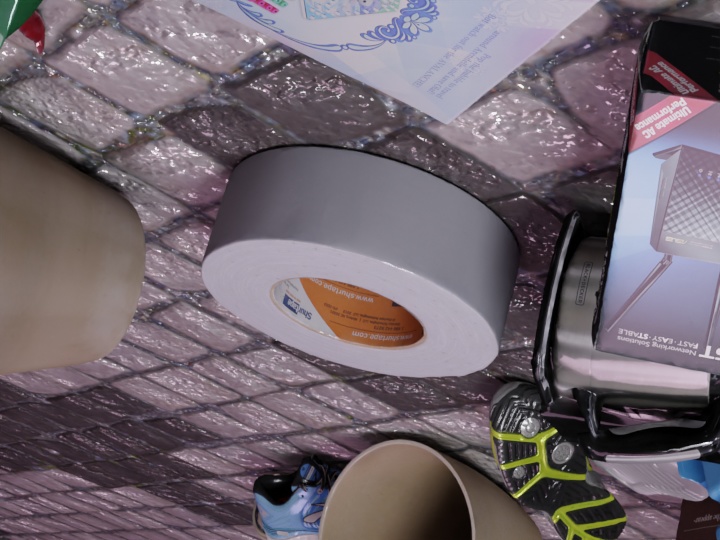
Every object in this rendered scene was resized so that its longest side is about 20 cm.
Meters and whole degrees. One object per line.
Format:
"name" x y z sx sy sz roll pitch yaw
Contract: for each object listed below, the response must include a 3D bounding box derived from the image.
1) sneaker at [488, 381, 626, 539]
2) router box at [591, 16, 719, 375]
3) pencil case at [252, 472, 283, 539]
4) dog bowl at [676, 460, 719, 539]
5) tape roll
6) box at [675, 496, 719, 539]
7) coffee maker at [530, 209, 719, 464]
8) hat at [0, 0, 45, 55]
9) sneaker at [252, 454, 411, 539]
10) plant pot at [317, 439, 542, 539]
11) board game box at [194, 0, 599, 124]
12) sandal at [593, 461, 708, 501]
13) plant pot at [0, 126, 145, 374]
"sneaker" 0.150 0.160 1.120 0.201 0.075 0.076 58 177 -36
"router box" 0.211 -0.019 0.602 0.198 0.062 0.151 11 132 12
"pencil case" -0.037 0.311 1.587 0.078 0.090 0.199 -36 126 25
"dog bowl" 0.260 0.145 0.860 0.049 0.202 0.112 12 142 -18
"tape roll" 0.000 0.000 0.866 0.198 0.067 0.201 14 157 6
"box" 0.342 0.235 0.998 0.165 0.202 0.164 23 156 -17
"coffee maker" 0.216 0.049 0.782 0.198 0.136 0.192 9 180 21
"hat" -0.143 -0.150 0.620 0.199 0.167 0.175 34 -158 34
"sneaker" -0.033 0.241 1.428 0.198 0.079 0.090 -14 118 27
"plant pot" 0.092 0.274 1.324 0.186 0.190 0.199 -4 164 40
"board game box" -0.001 -0.151 0.543 0.197 0.044 0.200 25 156 -16
"sandal" 0.228 0.140 1.065 0.082 0.050 0.203 33 170 -1
"plant pot" -0.245 -0.008 0.888 0.172 0.202 0.199 13 164 -38
